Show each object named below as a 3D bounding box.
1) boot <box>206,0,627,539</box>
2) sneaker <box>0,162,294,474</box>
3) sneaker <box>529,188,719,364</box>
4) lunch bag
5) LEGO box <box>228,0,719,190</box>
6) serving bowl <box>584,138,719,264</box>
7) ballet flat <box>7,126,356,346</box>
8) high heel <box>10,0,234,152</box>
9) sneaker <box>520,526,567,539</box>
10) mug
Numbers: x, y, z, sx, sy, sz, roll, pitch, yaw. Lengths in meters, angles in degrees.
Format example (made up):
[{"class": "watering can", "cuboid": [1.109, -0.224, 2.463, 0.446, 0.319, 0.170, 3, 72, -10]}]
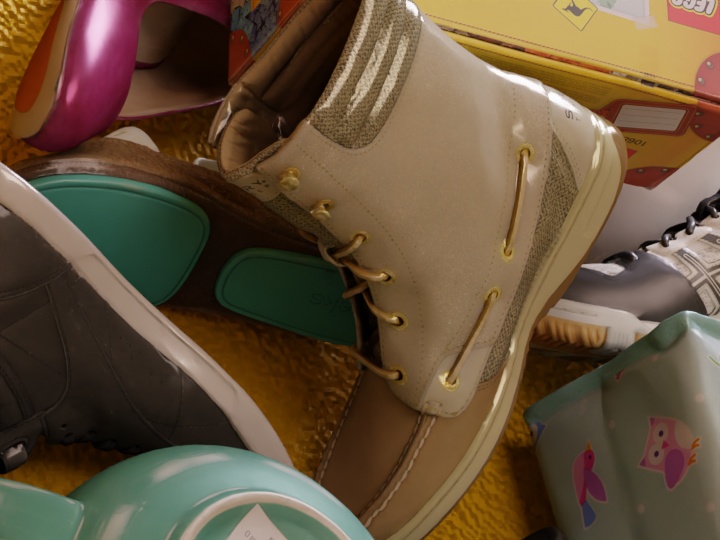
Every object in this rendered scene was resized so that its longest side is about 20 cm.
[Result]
[{"class": "boot", "cuboid": [0.000, 0.000, 0.936, 0.154, 0.072, 0.201, 30, 88, -37]}, {"class": "sneaker", "cuboid": [-0.109, 0.050, 0.905, 0.099, 0.071, 0.200, -51, 126, -10]}, {"class": "sneaker", "cuboid": [0.153, -0.003, 1.084, 0.198, 0.076, 0.089, -1, 87, -16]}, {"class": "lunch bag", "cuboid": [0.185, 0.123, 1.036, 0.199, 0.122, 0.172, 13, 53, -39]}, {"class": "LEGO box", "cuboid": [0.052, -0.133, 1.024, 0.199, 0.077, 0.150, 13, 61, -23]}, {"class": "serving bowl", "cuboid": [0.138, -0.094, 1.147, 0.199, 0.066, 0.202, 17, 60, -31]}, {"class": "ballet flat", "cuboid": [-0.066, -0.021, 0.983, 0.199, 0.068, 0.073, 12, 36, -31]}, {"class": "high heel", "cuboid": [-0.077, -0.075, 0.963, 0.095, 0.068, 0.200, 28, 14, -9]}, {"class": "sneaker", "cuboid": [0.081, 0.179, 0.923, 0.121, 0.083, 0.200, 54, 15, -10]}, {"class": "mug", "cuboid": [-0.067, 0.136, 0.839, 0.184, 0.114, 0.153, 4, 61, -36]}]
